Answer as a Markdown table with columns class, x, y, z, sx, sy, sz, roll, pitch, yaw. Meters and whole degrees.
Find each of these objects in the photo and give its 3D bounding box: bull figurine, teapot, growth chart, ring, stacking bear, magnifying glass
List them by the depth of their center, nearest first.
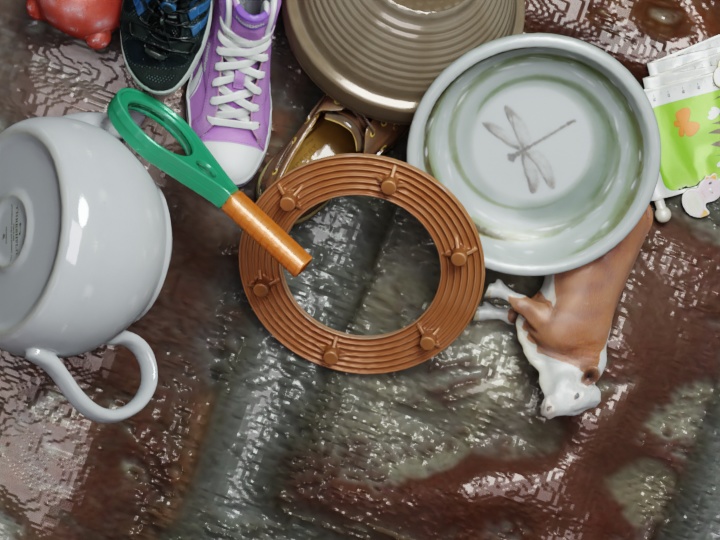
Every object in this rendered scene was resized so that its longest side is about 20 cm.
| class | x | y | z | sx | sy | sz | roll | pitch | yaw |
| --- | --- | --- | --- | --- | --- | --- | --- | --- | --- |
| magnifying glass | -0.117 | -0.069 | 1.512 | 0.200 | 0.080 | 0.022 | 41 | 110 | 3 |
| teapot | -0.213 | -0.017 | 1.516 | 0.145 | 0.197 | 0.201 | 10 | 114 | -40 |
| stacking bear | -0.193 | -0.278 | 1.539 | 0.120 | 0.114 | 0.202 | 24 | 93 | -5 |
| ring | 0.000 | 0.000 | 1.550 | 0.198 | 0.019 | 0.202 | 4 | 120 | 6 |
| bull figurine | 0.166 | 0.019 | 1.593 | 0.120 | 0.065 | 0.202 | 23 | 83 | 1 |
| growth chart | 0.313 | -0.136 | 1.632 | 0.198 | 0.018 | 0.146 | -26 | 94 | -4 |

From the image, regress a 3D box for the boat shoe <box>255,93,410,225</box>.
| class | x | y | z | sx | sy | sz | roll | pitch | yaw |
| --- | --- | --- | --- | --- | --- | --- | --- | --- | --- |
| boat shoe | -0.005 | -0.117 | 1.574 | 0.072 | 0.068 | 0.200 | 43 | 86 | -4 |

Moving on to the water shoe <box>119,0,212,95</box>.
| class | x | y | z | sx | sy | sz | roll | pitch | yaw |
| --- | --- | --- | --- | --- | --- | --- | --- | --- | --- |
| water shoe | -0.145 | -0.219 | 1.471 | 0.071 | 0.079 | 0.202 | 17 | 117 | 1 |

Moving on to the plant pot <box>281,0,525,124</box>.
| class | x | y | z | sx | sy | sz | roll | pitch | yaw |
| --- | --- | --- | --- | --- | --- | --- | --- | --- | --- |
| plant pot | 0.041 | -0.225 | 1.536 | 0.198 | 0.093 | 0.203 | 3 | 71 | -10 |

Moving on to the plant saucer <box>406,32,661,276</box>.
| class | x | y | z | sx | sy | sz | roll | pitch | yaw |
| --- | --- | --- | --- | --- | --- | --- | --- | --- | --- |
| plant saucer | 0.135 | -0.096 | 1.528 | 0.198 | 0.050 | 0.202 | 1 | 116 | 2 |

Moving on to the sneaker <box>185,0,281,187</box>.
| class | x | y | z | sx | sy | sz | roll | pitch | yaw |
| --- | --- | --- | --- | --- | --- | --- | --- | --- | --- |
| sneaker | -0.100 | -0.167 | 1.543 | 0.072 | 0.114 | 0.203 | 4 | 91 | -7 |
